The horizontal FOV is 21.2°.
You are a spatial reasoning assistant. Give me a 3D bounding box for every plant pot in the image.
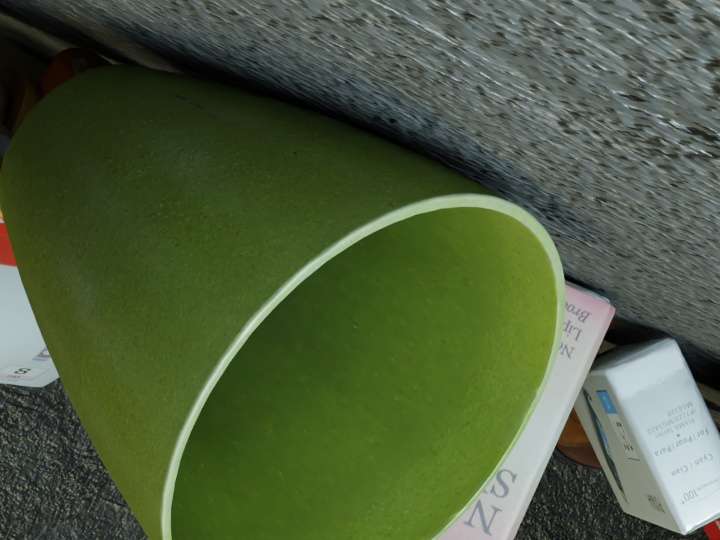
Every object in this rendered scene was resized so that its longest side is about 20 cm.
[{"bbox_3d":[-0.054,0.003,0.763,0.200,0.187,0.187,41,-173,37],"label":"plant pot"}]

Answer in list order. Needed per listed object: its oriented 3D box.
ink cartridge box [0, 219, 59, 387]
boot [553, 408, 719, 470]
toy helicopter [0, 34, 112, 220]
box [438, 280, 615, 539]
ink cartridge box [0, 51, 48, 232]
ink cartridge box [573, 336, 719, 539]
[{"bbox_3d":[-0.205,0.009,1.048,0.162,0.057,0.200,10,160,-33],"label":"ink cartridge box"},{"bbox_3d":[0.198,0.101,1.340,0.188,0.069,0.200,36,164,-29],"label":"boot"},{"bbox_3d":[-0.189,-0.062,0.829,0.132,0.079,0.200,42,-153,-7],"label":"toy helicopter"},{"bbox_3d":[0.026,0.083,0.954,0.127,0.201,0.109,24,177,2],"label":"box"},{"bbox_3d":[-0.193,-0.040,1.108,0.145,0.088,0.200,-14,159,25],"label":"ink cartridge box"},{"bbox_3d":[0.176,0.125,1.053,0.177,0.045,0.200,64,178,4],"label":"ink cartridge box"}]
